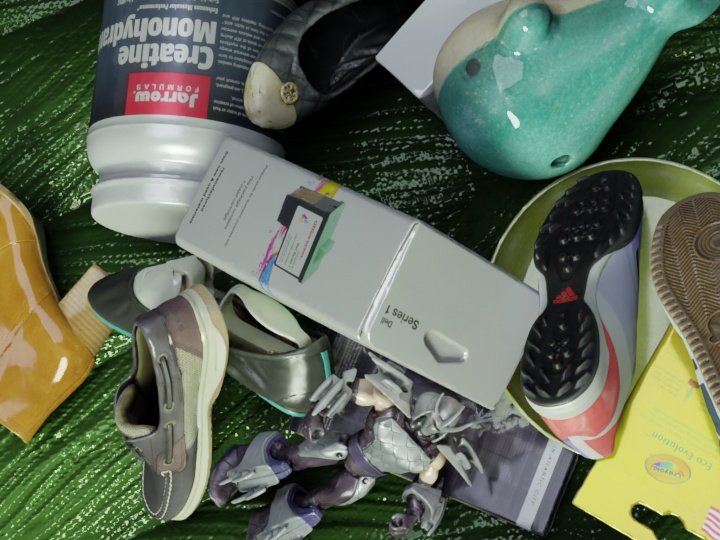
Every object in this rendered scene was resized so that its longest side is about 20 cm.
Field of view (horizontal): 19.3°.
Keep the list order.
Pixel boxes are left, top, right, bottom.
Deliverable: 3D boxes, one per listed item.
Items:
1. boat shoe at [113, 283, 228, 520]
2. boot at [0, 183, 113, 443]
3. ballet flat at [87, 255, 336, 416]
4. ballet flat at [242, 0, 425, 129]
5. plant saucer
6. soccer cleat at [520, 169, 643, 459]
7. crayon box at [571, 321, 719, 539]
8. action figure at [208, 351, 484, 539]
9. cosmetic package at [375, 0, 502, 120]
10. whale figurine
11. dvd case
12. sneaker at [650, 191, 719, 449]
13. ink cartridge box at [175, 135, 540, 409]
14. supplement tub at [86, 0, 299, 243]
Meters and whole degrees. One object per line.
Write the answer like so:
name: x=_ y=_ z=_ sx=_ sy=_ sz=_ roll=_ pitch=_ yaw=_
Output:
boat shoe: x=-0.135 y=0.094 z=1.427 sx=0.064 sy=0.201 sz=0.072 roll=-11 pitch=48 yaw=-25
boot: x=-0.277 y=0.019 z=1.547 sx=0.201 sy=0.071 sz=0.144 roll=38 pitch=82 yaw=16
ballet flat: x=-0.100 y=0.029 z=1.466 sx=0.199 sy=0.068 sz=0.069 roll=24 pitch=128 yaw=19
ballet flat: x=-0.003 y=-0.163 z=1.457 sx=0.200 sy=0.067 sz=0.057 roll=-39 pitch=29 yaw=-25
plant saucer: x=0.180 y=0.028 z=1.386 sx=0.198 sy=0.031 sz=0.202 roll=-2 pitch=78 yaw=10
soccer cleat: x=0.146 y=0.024 z=1.332 sx=0.068 sy=0.073 sz=0.201 roll=-10 pitch=45 yaw=27
crayon box: x=0.233 y=0.090 z=1.322 sx=0.126 sy=0.051 sz=0.201 roll=30 pitch=85 yaw=14
action figure: x=-0.006 y=0.128 z=1.399 sx=0.199 sy=0.069 sz=0.130 roll=-28 pitch=106 yaw=33
cosmetic package: x=0.104 y=-0.194 z=1.454 sx=0.200 sy=0.082 sz=0.051 roll=-48 pitch=66 yaw=5
whale figurine: x=0.145 y=-0.130 z=1.372 sx=0.199 sy=0.159 sz=0.104 roll=-28 pitch=63 yaw=23
dvd case: x=0.065 y=0.075 z=1.440 sx=0.199 sy=0.016 sz=0.150 roll=20 pitch=84 yaw=24
sneaker: x=0.230 y=0.052 z=1.276 sx=0.070 sy=0.109 sz=0.201 roll=-20 pitch=46 yaw=9
ink cartridge box: x=0.000 y=0.000 z=1.369 sx=0.199 sy=0.144 sz=0.084 roll=26 pitch=88 yaw=46
supplement tub: x=-0.117 y=-0.129 z=1.490 sx=0.139 sy=0.140 sz=0.202 roll=0 pitch=77 yaw=21
